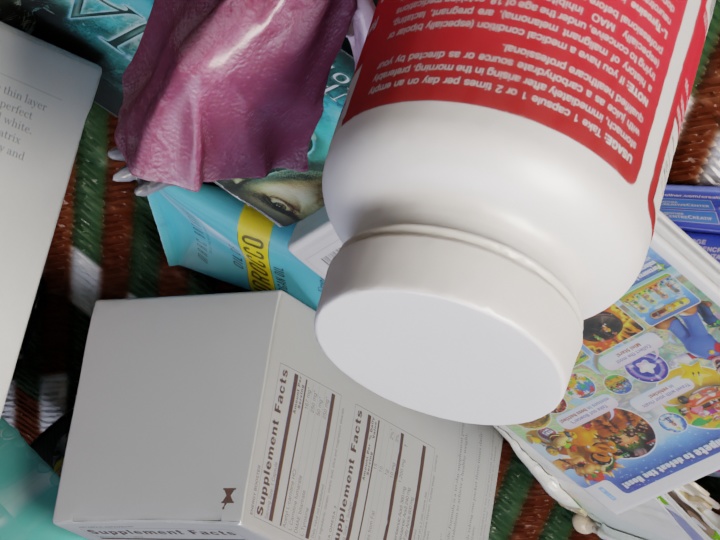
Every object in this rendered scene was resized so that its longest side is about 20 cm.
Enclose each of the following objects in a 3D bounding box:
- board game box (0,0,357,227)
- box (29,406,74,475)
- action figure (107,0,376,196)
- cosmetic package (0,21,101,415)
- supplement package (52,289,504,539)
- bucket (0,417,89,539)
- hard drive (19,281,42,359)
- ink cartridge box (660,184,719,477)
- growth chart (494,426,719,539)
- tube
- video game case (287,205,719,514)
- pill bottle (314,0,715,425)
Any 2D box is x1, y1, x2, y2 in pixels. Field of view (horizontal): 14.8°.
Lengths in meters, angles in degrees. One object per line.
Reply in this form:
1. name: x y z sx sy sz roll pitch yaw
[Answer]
1. board game box: -0.064 -0.092 1.119 0.200 0.028 0.135 34 148 -26
2. box: -0.089 0.181 1.488 0.200 0.051 0.158 43 171 38
3. action figure: -0.022 -0.114 0.957 0.148 0.134 0.200 7 131 -21
4. cosmetic package: -0.235 -0.018 1.098 0.199 0.201 0.123 24 160 -25
5. supplement package: -0.034 0.094 1.304 0.113 0.110 0.200 -3 158 33
6. bucket: -0.190 0.171 1.357 0.207 0.135 0.207 45 162 19
7. hard drive: -0.223 -0.032 1.312 0.139 0.038 0.200 16 151 4
8. ink cartridge box: 0.184 0.033 1.186 0.119 0.042 0.200 6 148 22
9. growth chart: 0.116 0.093 1.312 0.144 0.018 0.200 17 157 42
10. tube: 0.000 0.000 1.234 0.199 0.051 0.078 15 146 16
11. video game case: 0.087 0.019 1.149 0.200 0.018 0.143 39 137 -21
12. pill bottle: 0.052 -0.055 0.934 0.112 0.201 0.112 14 151 8
